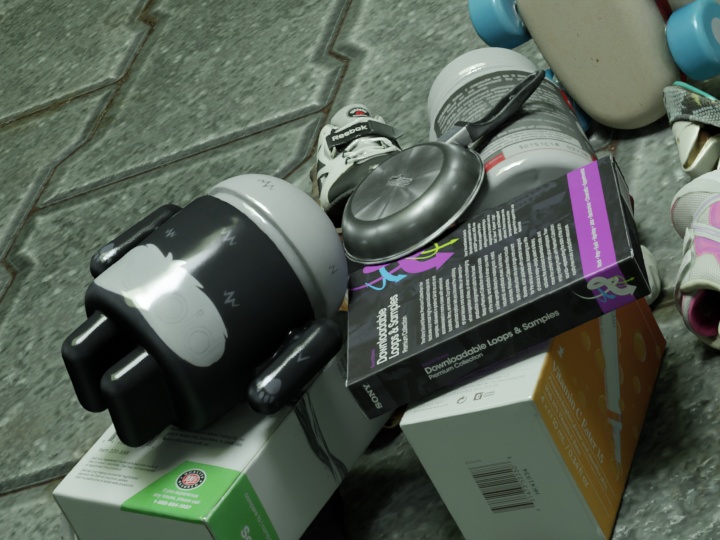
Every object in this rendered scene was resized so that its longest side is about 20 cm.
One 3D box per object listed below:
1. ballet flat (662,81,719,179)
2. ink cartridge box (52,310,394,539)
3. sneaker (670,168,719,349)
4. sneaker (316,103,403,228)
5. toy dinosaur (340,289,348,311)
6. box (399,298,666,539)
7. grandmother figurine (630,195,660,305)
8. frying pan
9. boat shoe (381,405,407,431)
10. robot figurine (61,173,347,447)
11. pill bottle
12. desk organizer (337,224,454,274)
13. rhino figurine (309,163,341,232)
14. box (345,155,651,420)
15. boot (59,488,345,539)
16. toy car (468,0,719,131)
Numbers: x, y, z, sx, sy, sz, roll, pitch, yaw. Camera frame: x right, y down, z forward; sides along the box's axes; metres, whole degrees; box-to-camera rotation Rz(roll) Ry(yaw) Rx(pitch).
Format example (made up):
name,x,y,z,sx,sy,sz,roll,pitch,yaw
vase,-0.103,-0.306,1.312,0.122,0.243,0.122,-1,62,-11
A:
name,x,y,z,sx,sy,sz,roll,pitch,yaw
ballet flat,0.275,-0.094,1.618,0.072,0.072,0.200,-37,27,-14
ink cartridge box,-0.087,0.120,1.471,0.145,0.084,0.200,4,42,40
sneaker,0.246,-0.001,1.466,0.088,0.082,0.200,-29,26,-2
sneaker,-0.003,-0.084,1.642,0.073,0.089,0.200,-8,-2,-10
toy dinosaur,0.064,0.066,1.518,0.200,0.060,0.107,41,101,34
box,0.118,0.073,1.422,0.097,0.125,0.201,-13,32,29
grandmother figurine,0.160,-0.019,1.617,0.122,0.060,0.200,-53,32,1
frying pan,0.062,-0.072,1.479,0.190,0.031,0.115,-37,28,1
boat shoe,0.003,0.082,1.580,0.199,0.072,0.068,-27,26,7
robot figurine,-0.100,0.026,1.423,0.200,0.151,0.125,-40,5,-22
pill bottle,0.112,-0.079,1.581,0.113,0.114,0.200,-27,31,7
desk organizer,0.000,0.000,1.628,0.198,0.072,0.077,-2,21,-11
rhino figurine,-0.030,-0.042,1.836,0.199,0.060,0.088,-21,45,16
box,0.083,0.009,1.388,0.199,0.036,0.143,-23,26,13
boot,-0.111,0.176,1.541,0.199,0.066,0.165,-30,35,7
toy car,0.226,-0.228,1.799,0.184,0.178,0.200,-24,13,38
